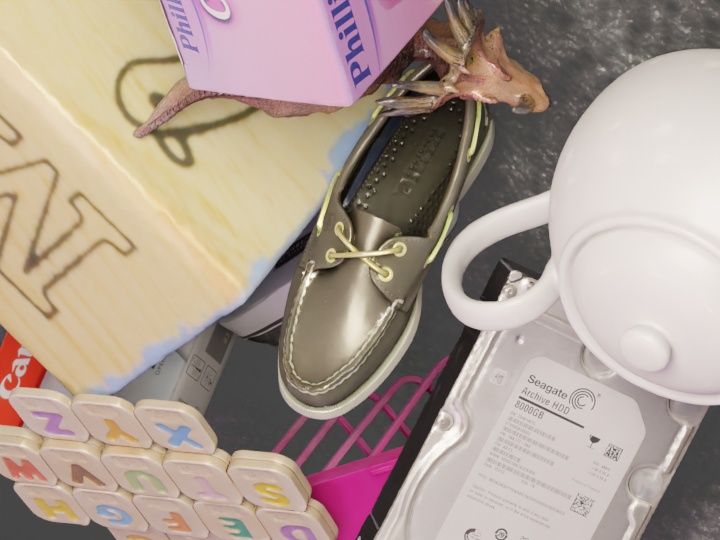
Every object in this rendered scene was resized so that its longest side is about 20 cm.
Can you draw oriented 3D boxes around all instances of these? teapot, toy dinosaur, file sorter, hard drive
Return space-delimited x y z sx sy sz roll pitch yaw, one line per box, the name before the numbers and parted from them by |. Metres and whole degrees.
teapot | 0.166 -0.004 1.334 0.197 0.146 0.200 39 144 0
toy dinosaur | -0.014 -0.106 1.332 0.086 0.200 0.136 83 159 -44
file sorter | 0.037 0.139 1.603 0.139 0.125 0.200 49 143 -15
hard drive | 0.095 0.111 1.466 0.140 0.200 0.038 26 -173 -14

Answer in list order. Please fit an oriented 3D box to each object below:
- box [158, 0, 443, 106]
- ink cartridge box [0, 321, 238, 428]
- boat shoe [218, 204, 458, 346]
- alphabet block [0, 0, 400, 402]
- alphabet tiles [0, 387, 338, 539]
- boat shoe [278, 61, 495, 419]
box | -0.015 -0.207 1.233 0.097 0.200 0.176 10 133 34
ink cartridge box | -0.180 0.051 1.665 0.200 0.160 0.047 12 162 30
boat shoe | -0.001 0.002 1.517 0.068 0.074 0.199 32 139 -26
alphabet block | -0.130 -0.078 1.469 0.200 0.195 0.196 45 141 -9
alphabet tiles | -0.117 0.126 1.544 0.200 0.015 0.196 4 149 22
boat shoe | 0.009 -0.020 1.389 0.072 0.202 0.060 22 163 15
